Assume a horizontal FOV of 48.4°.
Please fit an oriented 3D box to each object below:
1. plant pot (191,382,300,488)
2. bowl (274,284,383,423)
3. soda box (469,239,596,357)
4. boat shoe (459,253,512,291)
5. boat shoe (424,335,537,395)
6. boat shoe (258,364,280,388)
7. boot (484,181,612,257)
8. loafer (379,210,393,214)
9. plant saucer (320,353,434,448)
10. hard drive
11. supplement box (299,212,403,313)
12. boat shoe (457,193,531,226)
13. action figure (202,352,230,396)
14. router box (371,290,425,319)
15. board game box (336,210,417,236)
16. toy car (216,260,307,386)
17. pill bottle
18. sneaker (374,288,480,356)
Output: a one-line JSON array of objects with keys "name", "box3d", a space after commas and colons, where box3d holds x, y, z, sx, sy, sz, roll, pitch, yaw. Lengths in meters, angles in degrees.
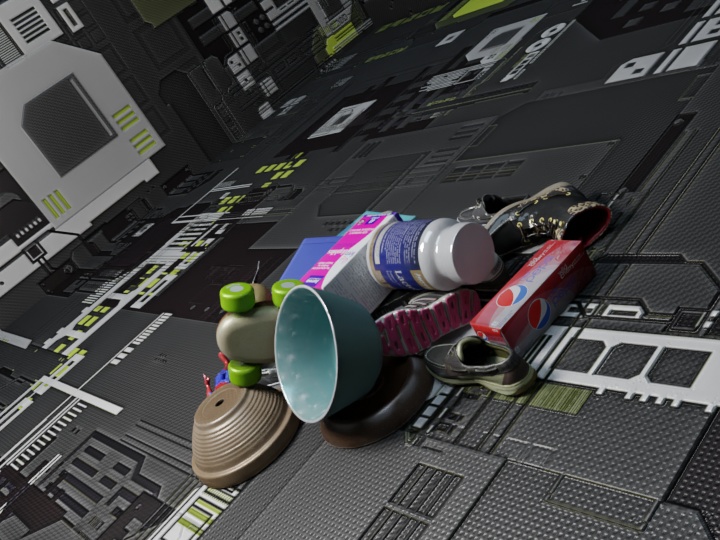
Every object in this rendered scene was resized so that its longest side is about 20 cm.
[{"name": "plant pot", "box3d": [-0.205, 0.249, 1.309, 0.201, 0.093, 0.201, -27, 25, 14]}, {"name": "bowl", "box3d": [-0.040, 0.121, 1.189, 0.105, 0.201, 0.201, -1, 6, -32]}, {"name": "soda box", "box3d": [0.255, 0.039, 1.172, 0.200, 0.063, 0.070, -44, 25, -23]}, {"name": "boat shoe", "box3d": [0.173, 0.003, 1.347, 0.071, 0.064, 0.200, -53, 29, -14]}, {"name": "boat shoe", "box3d": [0.159, 0.122, 1.126, 0.072, 0.066, 0.201, -42, 26, -25]}, {"name": "boat shoe", "box3d": [-0.114, 0.157, 1.402, 0.199, 0.068, 0.074, -19, 27, 29]}, {"name": "boot", "box3d": [0.303, -0.069, 1.320, 0.200, 0.073, 0.151, -29, 23, -5]}, {"name": "loafer", "box3d": [0.008, -0.045, 1.522, 0.070, 0.070, 0.200, -20, 16, 43]}, {"name": "plant saucer", "box3d": [0.018, 0.187, 1.226, 0.200, 0.032, 0.200, -27, 23, 12]}, {"name": "hard drive", "box3d": [-0.094, 0.010, 1.564, 0.132, 0.025, 0.200, -2, 43, 32]}, {"name": "supplement box", "box3d": [0.000, 0.000, 1.390, 0.200, 0.103, 0.101, -48, 25, -24]}, {"name": "boat shoe", "box3d": [0.246, -0.112, 1.476, 0.070, 0.066, 0.200, -43, 25, -23]}, {"name": "action figure", "box3d": [-0.259, 0.211, 1.512, 0.065, 0.052, 0.200, -24, 27, 11]}, {"name": "router box", "box3d": [0.040, 0.040, 1.454, 0.157, 0.052, 0.200, -28, 24, 13]}, {"name": "board game box", "box3d": [0.020, -0.058, 1.682, 0.151, 0.047, 0.200, -41, 25, -19]}, {"name": "toy car", "box3d": [-0.160, 0.071, 1.346, 0.158, 0.165, 0.200, -4, 24, -6]}, {"name": "pill bottle", "box3d": [0.110, -0.025, 1.278, 0.116, 0.116, 0.200, -46, 25, -28]}, {"name": "sneaker", "box3d": [0.090, 0.081, 1.269, 0.200, 0.074, 0.087, -22, 8, -19]}]
